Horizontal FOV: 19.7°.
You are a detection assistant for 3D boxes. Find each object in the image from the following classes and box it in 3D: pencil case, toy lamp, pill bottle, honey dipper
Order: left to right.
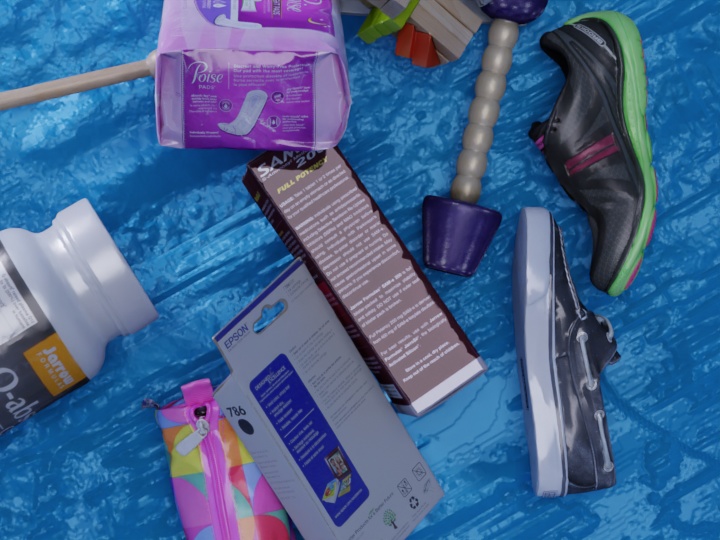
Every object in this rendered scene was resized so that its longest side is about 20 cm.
[{"bbox_3d":[-0.241,0.044,1.367,0.200,0.116,0.116,-32,90,-5],"label":"pill bottle"},{"bbox_3d":[-0.222,-0.120,1.416,0.200,0.038,0.038,-13,88,-7],"label":"honey dipper"},{"bbox_3d":[-0.084,0.170,1.390,0.088,0.088,0.200,-14,89,-5],"label":"pencil case"},{"bbox_3d":[0.083,-0.096,1.425,0.058,0.058,0.200,13,90,-4],"label":"toy lamp"}]

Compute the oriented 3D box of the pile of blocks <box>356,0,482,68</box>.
[{"bbox_3d":[0.002,-0.196,1.365,0.200,0.082,0.062,52,58,-40],"label":"pile of blocks"}]

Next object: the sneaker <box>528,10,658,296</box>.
[{"bbox_3d":[0.159,-0.078,1.431,0.084,0.077,0.200,-5,78,2],"label":"sneaker"}]

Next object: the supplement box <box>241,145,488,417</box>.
[{"bbox_3d":[0.000,0.000,1.391,0.061,0.109,0.200,-35,91,-6],"label":"supplement box"}]

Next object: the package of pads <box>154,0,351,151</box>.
[{"bbox_3d":[-0.070,-0.144,1.349,0.120,0.200,0.076,0,116,-3],"label":"package of pads"}]

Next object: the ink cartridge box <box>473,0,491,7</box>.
[{"bbox_3d":[0.077,-0.301,1.397,0.145,0.088,0.200,-37,71,-5],"label":"ink cartridge box"}]

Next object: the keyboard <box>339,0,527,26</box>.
[{"bbox_3d":[0.019,-0.205,1.453,0.200,0.011,0.056,3,92,-4],"label":"keyboard"}]

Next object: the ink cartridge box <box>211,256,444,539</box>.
[{"bbox_3d":[-0.028,0.100,1.373,0.099,0.039,0.200,-42,110,-38],"label":"ink cartridge box"}]

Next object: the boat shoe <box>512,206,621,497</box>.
[{"bbox_3d":[0.144,0.054,1.419,0.068,0.072,0.200,-6,90,-3],"label":"boat shoe"}]
